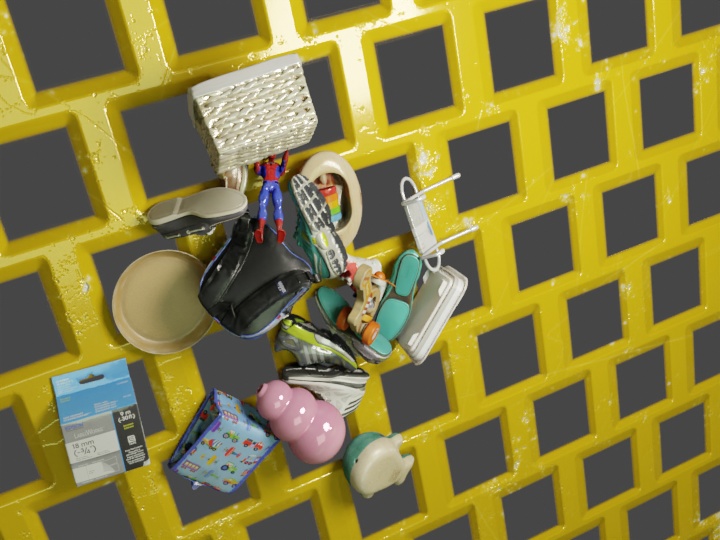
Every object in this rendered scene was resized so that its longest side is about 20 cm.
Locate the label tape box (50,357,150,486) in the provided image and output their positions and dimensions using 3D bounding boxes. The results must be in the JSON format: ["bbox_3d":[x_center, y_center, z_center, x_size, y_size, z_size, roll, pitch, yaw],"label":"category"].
[{"bbox_3d":[-0.487,0.286,1.480,0.141,0.063,0.205,-14,111,-19],"label":"label tape box"}]

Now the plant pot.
[{"bbox_3d":[-0.365,0.057,1.480,0.195,0.027,0.205,-7,109,-20],"label":"plant pot"}]

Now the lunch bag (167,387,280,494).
[{"bbox_3d":[-0.281,0.365,1.585,0.149,0.094,0.202,30,103,-30],"label":"lunch bag"}]

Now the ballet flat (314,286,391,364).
[{"bbox_3d":[-0.026,0.120,1.604,0.200,0.072,0.072,42,89,2],"label":"ballet flat"}]

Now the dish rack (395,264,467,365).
[{"bbox_3d":[0.135,0.081,1.619,0.043,0.172,0.203,28,95,-16],"label":"dish rack"}]

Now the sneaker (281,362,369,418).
[{"bbox_3d":[-0.078,0.259,1.634,0.196,0.075,0.118,8,101,-27],"label":"sneaker"}]

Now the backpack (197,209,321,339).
[{"bbox_3d":[-0.201,0.026,1.450,0.199,0.154,0.191,42,76,8],"label":"backpack"}]

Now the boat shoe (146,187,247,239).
[{"bbox_3d":[-0.284,-0.097,1.409,0.195,0.074,0.063,-7,134,17],"label":"boat shoe"}]

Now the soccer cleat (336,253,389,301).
[{"bbox_3d":[0.000,0.000,1.572,0.086,0.068,0.201,-52,141,-12],"label":"soccer cleat"}]

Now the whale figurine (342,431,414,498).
[{"bbox_3d":[0.037,0.420,1.736,0.198,0.103,0.162,23,98,-51],"label":"whale figurine"}]

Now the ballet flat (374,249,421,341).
[{"bbox_3d":[0.081,0.051,1.630,0.066,0.071,0.204,19,105,1],"label":"ballet flat"}]

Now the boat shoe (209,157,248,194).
[{"bbox_3d":[-0.239,-0.202,1.432,0.072,0.075,0.205,10,94,-19],"label":"boat shoe"}]

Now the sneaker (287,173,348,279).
[{"bbox_3d":[-0.094,-0.075,1.449,0.077,0.078,0.204,-41,114,-56],"label":"sneaker"}]

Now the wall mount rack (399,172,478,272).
[{"bbox_3d":[0.159,-0.109,1.610,0.173,0.073,0.204,-34,106,-51],"label":"wall mount rack"}]

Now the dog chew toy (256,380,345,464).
[{"bbox_3d":[-0.124,0.292,1.561,0.199,0.124,0.125,39,90,-17],"label":"dog chew toy"}]

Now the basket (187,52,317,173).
[{"bbox_3d":[-0.180,-0.261,1.333,0.196,0.136,0.126,-21,86,-14],"label":"basket"}]

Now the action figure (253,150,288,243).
[{"bbox_3d":[-0.160,-0.159,1.408,0.063,0.204,0.100,1,143,-7],"label":"action figure"}]

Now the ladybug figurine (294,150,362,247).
[{"bbox_3d":[-0.066,-0.132,1.519,0.133,0.072,0.205,-13,111,-18],"label":"ladybug figurine"}]

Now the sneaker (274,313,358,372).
[{"bbox_3d":[-0.092,0.162,1.610,0.198,0.074,0.082,30,103,-21],"label":"sneaker"}]

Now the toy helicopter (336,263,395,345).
[{"bbox_3d":[0.014,0.042,1.497,0.133,0.078,0.201,-55,161,-22],"label":"toy helicopter"}]
